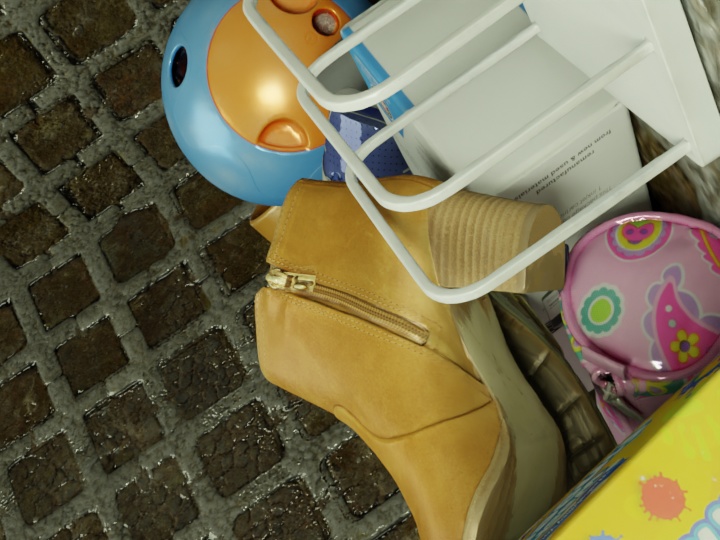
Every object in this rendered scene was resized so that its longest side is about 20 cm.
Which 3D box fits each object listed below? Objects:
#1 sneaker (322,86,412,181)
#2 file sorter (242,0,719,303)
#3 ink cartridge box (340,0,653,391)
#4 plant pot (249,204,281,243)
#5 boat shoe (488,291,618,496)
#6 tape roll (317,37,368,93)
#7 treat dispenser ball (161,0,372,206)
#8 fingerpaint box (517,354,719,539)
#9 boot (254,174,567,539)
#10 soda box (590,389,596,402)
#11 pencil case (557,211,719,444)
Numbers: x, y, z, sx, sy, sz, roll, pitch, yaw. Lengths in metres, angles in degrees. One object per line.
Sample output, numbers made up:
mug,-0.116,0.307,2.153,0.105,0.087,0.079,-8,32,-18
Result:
sneaker,0.000,0.001,0.768,0.080,0.115,0.201,20,135,23
file sorter,0.020,-0.113,0.442,0.201,0.124,0.139,58,179,-37
ink cartridge box,0.084,-0.045,0.653,0.145,0.084,0.201,55,178,38
plant pot,0.021,-0.063,1.233,0.183,0.201,0.200,41,-177,-11
boat shoe,0.066,0.046,0.580,0.201,0.074,0.066,56,-156,19
tape roll,0.050,-0.087,0.882,0.201,0.066,0.200,49,-177,-4
treat dispenser ball,-0.066,-0.155,1.035,0.202,0.200,0.201,57,180,0
fingerpaint box,0.084,0.106,0.397,0.073,0.199,0.167,46,157,12
boot,0.014,0.061,0.539,0.070,0.143,0.205,7,-93,-52
soda box,0.115,0.083,0.751,0.198,0.068,0.064,25,-153,-11
pencil case,0.145,0.050,0.593,0.088,0.087,0.200,56,180,31
